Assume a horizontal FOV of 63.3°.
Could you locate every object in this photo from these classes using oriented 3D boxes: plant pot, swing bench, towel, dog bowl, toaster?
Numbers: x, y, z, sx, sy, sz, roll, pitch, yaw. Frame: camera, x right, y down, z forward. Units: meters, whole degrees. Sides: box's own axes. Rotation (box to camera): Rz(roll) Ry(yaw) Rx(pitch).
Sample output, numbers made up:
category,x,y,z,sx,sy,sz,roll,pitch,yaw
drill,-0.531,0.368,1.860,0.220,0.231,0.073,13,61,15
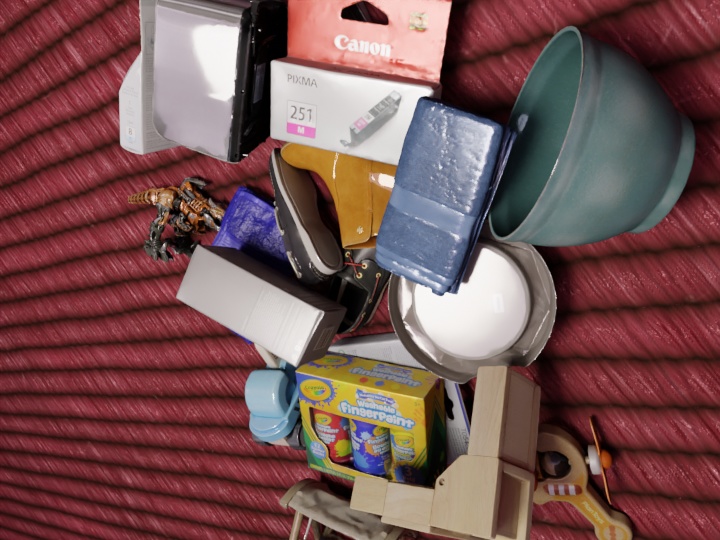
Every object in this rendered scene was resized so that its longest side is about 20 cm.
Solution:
category,x,y,z,sx,sy,sz,roll,pitch,yaw
plant pot,0.222,-0.109,0.558,0.133,0.201,0.202,15,120,-4
swing bench,-0.020,0.459,0.966,0.198,0.129,0.202,14,111,28
towel,0.085,-0.078,0.633,0.111,0.048,0.201,27,120,22
dog bowl,0.136,0.034,0.710,0.198,0.059,0.202,4,100,21
toaster,-0.163,-0.254,0.721,0.118,0.181,0.201,14,119,2
towel,-0.172,-0.010,0.873,0.147,0.049,0.201,31,98,19

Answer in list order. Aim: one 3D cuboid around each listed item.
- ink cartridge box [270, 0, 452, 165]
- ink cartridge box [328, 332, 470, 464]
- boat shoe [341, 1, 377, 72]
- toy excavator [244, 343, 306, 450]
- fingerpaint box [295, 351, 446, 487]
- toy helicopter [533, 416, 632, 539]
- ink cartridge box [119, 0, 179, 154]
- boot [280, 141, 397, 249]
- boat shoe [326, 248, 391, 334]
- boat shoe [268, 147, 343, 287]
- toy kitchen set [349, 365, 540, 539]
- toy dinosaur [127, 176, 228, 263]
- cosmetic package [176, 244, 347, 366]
category,x,y,z,sx,sy,sz,roll,pitch,yaw
ink cartridge box,-0.006,-0.220,0.658,0.198,0.044,0.175,16,122,17
ink cartridge box,0.067,0.186,0.851,0.199,0.041,0.201,-9,104,34
boat shoe,-0.021,-0.290,0.705,0.069,0.057,0.201,-40,86,37
toy excavator,-0.131,0.156,0.918,0.099,0.195,0.201,-4,135,33
fingerpaint box,0.015,0.216,0.823,0.198,0.073,0.168,7,113,28
toy helicopter,0.281,0.272,0.744,0.200,0.079,0.132,46,118,-5
ink cartridge box,-0.253,-0.272,0.795,0.047,0.160,0.202,21,119,22
boot,-0.022,-0.100,0.743,0.200,0.071,0.145,0,80,26
boat shoe,0.002,0.001,0.806,0.073,0.063,0.203,31,121,23
boat shoe,-0.089,-0.074,0.804,0.060,0.074,0.201,-34,74,32
toy kitchen set,0.126,0.232,0.718,0.199,0.163,0.182,-11,58,43
toy dinosaur,-0.298,-0.090,0.959,0.199,0.102,0.137,24,106,43
cosmetic package,-0.131,0.043,0.785,0.199,0.107,0.091,29,98,14
